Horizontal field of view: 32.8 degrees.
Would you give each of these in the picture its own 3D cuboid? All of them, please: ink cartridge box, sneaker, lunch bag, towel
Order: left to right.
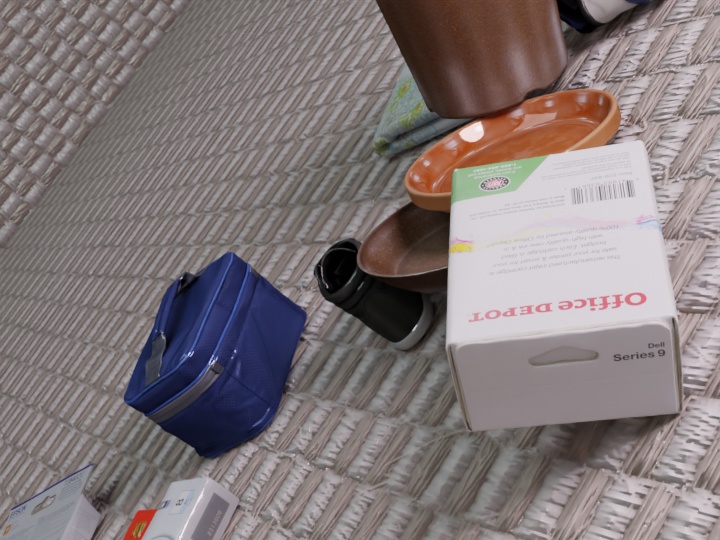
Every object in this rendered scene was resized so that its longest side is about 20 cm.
[{"bbox_3d":[-0.381,0.339,1.413,0.199,0.041,0.201,-31,29,39],"label":"ink cartridge box"},{"bbox_3d":[-0.217,0.286,1.188,0.200,0.047,0.161,-17,39,49],"label":"ink cartridge box"},{"bbox_3d":[-0.155,0.077,1.286,0.136,0.132,0.201,-32,29,36],"label":"lunch bag"},{"bbox_3d":[0.000,0.000,1.163,0.071,0.099,0.200,-49,21,6],"label":"sneaker"},{"bbox_3d":[0.104,-0.226,1.387,0.200,0.048,0.172,-21,36,50],"label":"towel"},{"bbox_3d":[0.137,0.008,0.843,0.145,0.088,0.200,-8,36,12],"label":"ink cartridge box"},{"bbox_3d":[0.237,-0.309,1.227,0.115,0.081,0.200,-33,30,31],"label":"sneaker"}]

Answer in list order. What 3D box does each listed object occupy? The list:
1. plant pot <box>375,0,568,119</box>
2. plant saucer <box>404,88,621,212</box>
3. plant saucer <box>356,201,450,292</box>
[{"bbox_3d":[0.102,-0.268,1.177,0.199,0.199,0.201,-18,29,11],"label":"plant pot"},{"bbox_3d":[0.136,-0.103,1.085,0.199,0.032,0.200,-22,21,9],"label":"plant saucer"},{"bbox_3d":[0.094,-0.033,1.055,0.200,0.037,0.201,-22,19,8],"label":"plant saucer"}]
